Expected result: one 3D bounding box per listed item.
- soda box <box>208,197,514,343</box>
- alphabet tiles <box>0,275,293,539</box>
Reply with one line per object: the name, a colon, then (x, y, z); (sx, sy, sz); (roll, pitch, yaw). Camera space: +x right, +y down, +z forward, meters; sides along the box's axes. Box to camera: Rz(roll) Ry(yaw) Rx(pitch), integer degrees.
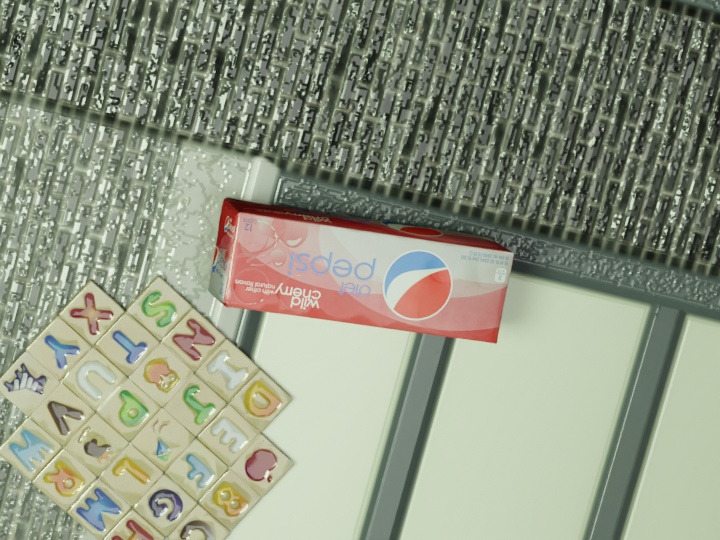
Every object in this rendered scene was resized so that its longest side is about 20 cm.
soda box: (0.000, 0.000, 1.665); (0.200, 0.063, 0.070); (8, 99, -15)
alphabet tiles: (-0.150, 0.108, 1.682); (0.200, 0.006, 0.166); (43, 89, -17)
